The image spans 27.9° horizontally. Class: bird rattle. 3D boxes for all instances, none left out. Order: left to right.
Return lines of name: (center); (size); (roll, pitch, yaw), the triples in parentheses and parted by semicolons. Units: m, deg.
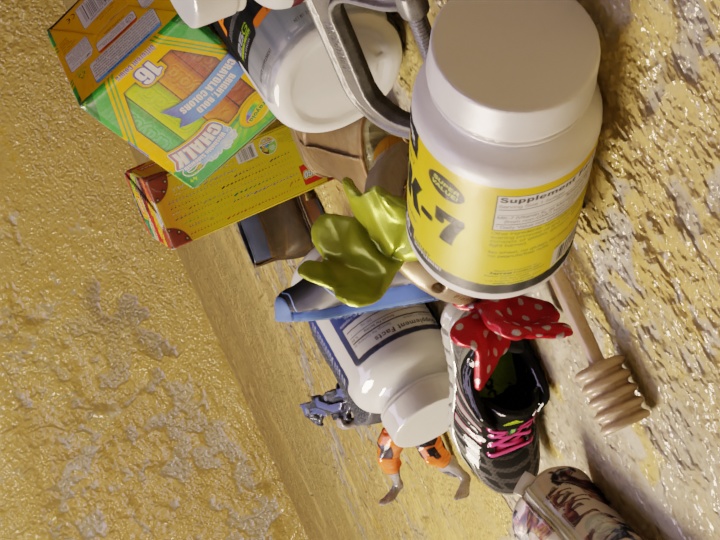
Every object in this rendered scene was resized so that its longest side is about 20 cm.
bird rattle: (0.065, -0.021, 1.056); (0.113, 0.199, 0.163); (-51, 23, 43)

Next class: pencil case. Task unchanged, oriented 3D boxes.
pencil case: (0.187, 0.225, 1.095); (0.089, 0.078, 0.200); (49, 178, -33)

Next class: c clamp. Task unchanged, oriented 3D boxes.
c clamp: (0.032, -0.152, 1.036); (0.170, 0.027, 0.200); (22, 153, 28)

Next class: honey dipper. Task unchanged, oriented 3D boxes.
honey dipper: (0.140, 0.017, 1.005); (0.201, 0.038, 0.038); (65, 167, 9)

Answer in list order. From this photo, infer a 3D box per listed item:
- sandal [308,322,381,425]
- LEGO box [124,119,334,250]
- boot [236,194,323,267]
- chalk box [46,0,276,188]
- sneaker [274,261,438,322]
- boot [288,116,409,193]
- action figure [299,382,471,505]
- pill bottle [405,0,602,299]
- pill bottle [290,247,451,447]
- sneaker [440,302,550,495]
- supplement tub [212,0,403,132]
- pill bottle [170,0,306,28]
sandal: (-0.011, 0.074, 1.509); (0.076, 0.043, 0.201); (112, 142, -49)
LEGO box: (-0.134, -0.102, 1.521); (0.077, 0.199, 0.149); (69, 167, -13)
boot: (-0.116, -0.101, 1.686); (0.201, 0.097, 0.075); (63, 167, 10)
chalk box: (-0.155, -0.168, 1.287); (0.200, 0.124, 0.124); (36, -163, -46)
sneaker: (0.000, 0.000, 1.308); (0.199, 0.070, 0.078); (-11, 86, 36)
boot: (-0.022, -0.145, 1.316); (0.176, 0.066, 0.200); (61, 169, -21)
action figure: (0.029, 0.154, 1.572); (0.200, 0.104, 0.194); (-8, 102, 54)
pill bottle: (0.085, -0.077, 0.880); (0.114, 0.114, 0.200); (59, 165, 26)
pill bottle: (0.022, 0.066, 1.402); (0.200, 0.111, 0.111); (59, 166, 28)
sneaker: (0.115, 0.115, 1.195); (0.087, 0.073, 0.201); (-124, 20, -59)
supplement tub: (-0.059, -0.217, 1.185); (0.200, 0.122, 0.123); (56, 164, 36)
pill bottle: (-0.027, -0.225, 0.863); (0.114, 0.199, 0.114); (59, 166, 26)
